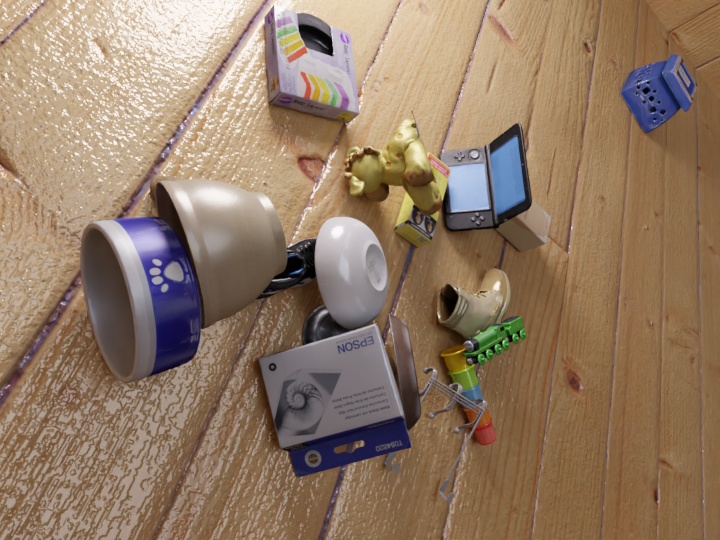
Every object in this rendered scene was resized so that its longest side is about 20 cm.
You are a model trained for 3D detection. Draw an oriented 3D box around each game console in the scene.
[{"bbox_3d":[0.267,-0.202,1.144,0.175,0.116,0.201,-4,73,8],"label":"game console"}]

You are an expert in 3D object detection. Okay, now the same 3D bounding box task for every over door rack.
[{"bbox_3d":[0.137,0.301,0.976,0.148,0.067,0.200,33,72,-19],"label":"over door rack"}]

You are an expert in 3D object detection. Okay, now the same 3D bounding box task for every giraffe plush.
[{"bbox_3d":[0.054,-0.192,1.014,0.173,0.162,0.200,-80,150,-67],"label":"giraffe plush"}]

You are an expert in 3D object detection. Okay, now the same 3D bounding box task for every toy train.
[{"bbox_3d":[0.276,0.141,1.067,0.200,0.042,0.057,-17,92,-42],"label":"toy train"}]

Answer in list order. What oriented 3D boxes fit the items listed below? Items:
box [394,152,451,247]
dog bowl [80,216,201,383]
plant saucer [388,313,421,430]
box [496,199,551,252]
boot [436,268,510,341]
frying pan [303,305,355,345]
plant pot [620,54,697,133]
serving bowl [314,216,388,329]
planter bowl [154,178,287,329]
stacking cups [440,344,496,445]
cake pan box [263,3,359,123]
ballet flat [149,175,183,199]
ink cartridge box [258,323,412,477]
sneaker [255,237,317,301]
[{"bbox_3d":[0.136,-0.153,1.124,0.075,0.050,0.200,33,58,-23],"label":"box"},{"bbox_3d":[-0.281,0.034,0.659,0.079,0.200,0.201,-14,84,-40],"label":"dog bowl"},{"bbox_3d":[0.077,0.172,0.900,0.032,0.200,0.201,-8,78,3],"label":"plant saucer"},{"bbox_3d":[0.369,-0.144,1.278,0.200,0.078,0.095,36,58,-23],"label":"box"},{"bbox_3d":[0.242,0.057,1.122,0.155,0.073,0.200,34,64,-29],"label":"boot"},{"bbox_3d":[-0.035,0.085,0.939,0.115,0.031,0.190,36,60,-24],"label":"frying pan"},{"bbox_3d":[1.115,-0.666,1.935,0.200,0.180,0.200,51,54,-13],"label":"plant pot"},{"bbox_3d":[0.000,0.000,0.914,0.200,0.066,0.201,31,54,-57],"label":"serving bowl"},{"bbox_3d":[-0.184,-0.035,0.717,0.134,0.200,0.201,-17,86,-27],"label":"planter bowl"},{"bbox_3d":[0.222,0.255,1.064,0.060,0.060,0.201,-21,94,-39],"label":"stacking cups"},{"bbox_3d":[-0.095,-0.406,1.033,0.184,0.052,0.201,6,72,-38],"label":"cake pan box"},{"bbox_3d":[-0.232,-0.085,0.814,0.200,0.072,0.068,45,55,-17],"label":"ballet flat"},{"bbox_3d":[-0.040,0.205,0.809,0.199,0.041,0.201,-17,85,5],"label":"ink cartridge box"},{"bbox_3d":[-0.101,-0.009,0.863,0.200,0.112,0.073,-31,96,-39],"label":"sneaker"}]
